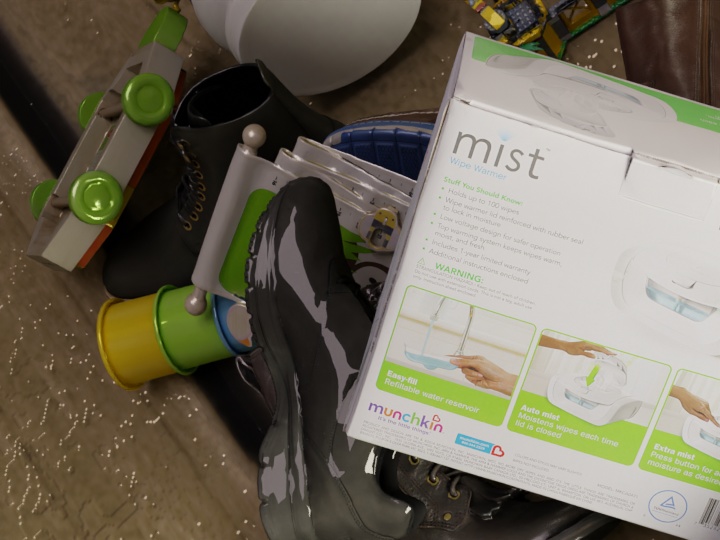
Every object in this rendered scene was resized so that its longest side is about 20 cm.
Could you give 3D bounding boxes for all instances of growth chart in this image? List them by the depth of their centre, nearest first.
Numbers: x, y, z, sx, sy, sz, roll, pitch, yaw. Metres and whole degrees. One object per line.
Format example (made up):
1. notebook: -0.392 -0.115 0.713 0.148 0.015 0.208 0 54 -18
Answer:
1. growth chart: 0.000 0.000 0.978 0.199 0.018 0.146 18 114 12

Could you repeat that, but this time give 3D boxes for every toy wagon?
1. toy wagon: -0.155 -0.094 1.112 0.201 0.039 0.155 -63 18 -9

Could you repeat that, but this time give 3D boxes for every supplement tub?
1. supplement tub: -0.055 -0.223 1.094 0.144 0.144 0.201 -34 56 11

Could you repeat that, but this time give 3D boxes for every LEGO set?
1. LEGO set: 0.098 -0.231 1.028 0.153 0.116 0.201 -24 59 18

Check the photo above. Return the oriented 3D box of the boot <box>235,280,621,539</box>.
1. boot: 0.029 0.089 0.930 0.199 0.069 0.175 -18 77 23

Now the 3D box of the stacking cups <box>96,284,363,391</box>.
1. stacking cups: -0.062 0.025 1.040 0.199 0.060 0.061 -14 63 23

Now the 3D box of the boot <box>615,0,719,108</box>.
1. boot: 0.136 -0.098 0.900 0.201 0.185 0.064 -78 13 -48

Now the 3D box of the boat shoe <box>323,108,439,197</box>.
1. boat shoe: 0.078 -0.064 0.988 0.199 0.073 0.073 7 40 16

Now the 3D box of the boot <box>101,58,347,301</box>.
1. boot: -0.103 -0.055 1.050 0.199 0.138 0.078 -31 57 15

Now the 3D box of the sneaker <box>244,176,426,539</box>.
1. sneaker: -0.006 0.049 0.897 0.090 0.076 0.202 -8 85 22

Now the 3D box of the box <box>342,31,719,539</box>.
1. box: 0.112 0.011 0.784 0.199 0.097 0.177 16 116 0
